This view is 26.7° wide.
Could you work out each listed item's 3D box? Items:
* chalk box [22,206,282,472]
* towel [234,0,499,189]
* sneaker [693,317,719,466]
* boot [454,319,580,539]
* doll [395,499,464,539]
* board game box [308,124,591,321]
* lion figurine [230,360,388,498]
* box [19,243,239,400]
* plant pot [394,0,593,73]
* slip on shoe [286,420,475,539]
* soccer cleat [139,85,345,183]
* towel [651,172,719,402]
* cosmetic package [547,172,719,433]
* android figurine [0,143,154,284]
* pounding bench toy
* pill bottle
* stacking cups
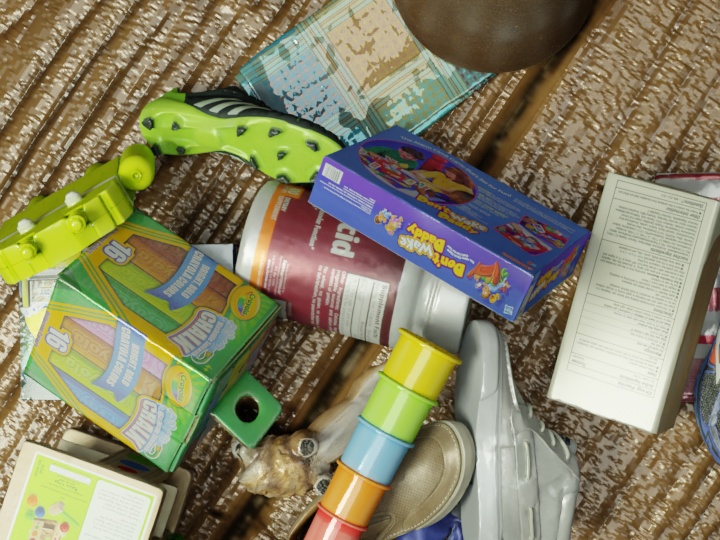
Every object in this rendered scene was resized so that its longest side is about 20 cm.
[{"bbox_3d":[-0.155,0.069,1.262,0.199,0.125,0.124,32,128,5],"label":"chalk box"},{"bbox_3d":[0.004,-0.175,1.357,0.199,0.022,0.147,-36,87,5],"label":"towel"},{"bbox_3d":[0.325,0.071,1.273,0.075,0.078,0.202,5,89,5],"label":"sneaker"},{"bbox_3d":[0.135,0.141,1.288,0.095,0.074,0.202,-1,93,-14],"label":"boot"},{"bbox_3d":[0.086,0.205,1.334,0.136,0.048,0.201,32,93,1],"label":"doll"},{"bbox_3d":[0.075,-0.044,1.257,0.199,0.134,0.045,31,118,18],"label":"board game box"},{"bbox_3d":[-0.017,0.135,1.329,0.199,0.122,0.073,-31,96,-11],"label":"lion figurine"},{"bbox_3d":[-0.207,0.046,1.370,0.198,0.038,0.138,-1,90,6],"label":"box"},{"bbox_3d":[0.118,-0.274,1.247,0.185,0.200,0.189,0,86,0],"label":"plant pot"},{"bbox_3d":[0.014,0.192,1.293,0.200,0.060,0.076,-36,60,35],"label":"slip on shoe"},{"bbox_3d":[-0.097,-0.126,1.324,0.199,0.081,0.068,12,130,19],"label":"soccer cleat"},{"bbox_3d":[0.325,0.014,1.324,0.143,0.023,0.202,-1,90,5],"label":"towel"},{"bbox_3d":[0.239,0.027,1.289,0.105,0.071,0.201,19,97,25],"label":"cosmetic package"},{"bbox_3d":[-0.253,-0.046,1.293,0.181,0.200,0.041,-29,105,3],"label":"android figurine"},{"bbox_3d":[-0.195,0.230,1.309,0.199,0.156,0.125,18,91,6],"label":"pounding bench toy"},{"bbox_3d":[0.000,0.000,1.311,0.198,0.114,0.115,15,91,6],"label":"pill bottle"},{"bbox_3d":[0.011,0.147,1.248,0.060,0.061,0.201,29,94,5],"label":"stacking cups"}]
